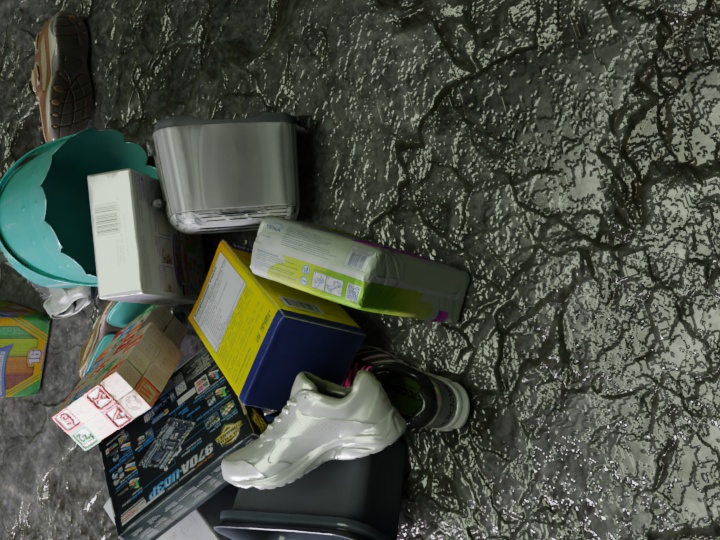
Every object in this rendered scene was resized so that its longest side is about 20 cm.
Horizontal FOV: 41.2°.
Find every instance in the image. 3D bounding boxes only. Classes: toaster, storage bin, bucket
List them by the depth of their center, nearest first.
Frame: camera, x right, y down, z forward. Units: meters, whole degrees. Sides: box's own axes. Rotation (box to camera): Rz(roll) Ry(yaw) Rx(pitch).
[{"bbox_3d":[-0.038,0.246,1.063,0.200,0.146,0.135,-5,58,34],"label":"storage bin"},{"bbox_3d":[-0.148,-0.114,1.130,0.114,0.200,0.129,170,95,-73],"label":"toaster"},{"bbox_3d":[-0.367,-0.073,1.251,0.135,0.207,0.208,-14,81,37],"label":"bucket"}]

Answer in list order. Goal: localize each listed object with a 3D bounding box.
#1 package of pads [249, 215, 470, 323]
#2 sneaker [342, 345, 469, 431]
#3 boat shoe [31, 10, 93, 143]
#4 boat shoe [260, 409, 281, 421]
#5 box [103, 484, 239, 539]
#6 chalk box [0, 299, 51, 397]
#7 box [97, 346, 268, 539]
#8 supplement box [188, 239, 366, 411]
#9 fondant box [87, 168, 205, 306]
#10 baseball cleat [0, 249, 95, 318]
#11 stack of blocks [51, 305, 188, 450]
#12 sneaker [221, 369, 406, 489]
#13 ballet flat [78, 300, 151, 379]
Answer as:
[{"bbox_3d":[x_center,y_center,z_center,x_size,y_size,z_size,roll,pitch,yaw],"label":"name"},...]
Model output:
[{"bbox_3d":[0.000,0.000,0.995,0.154,0.200,0.068,17,92,33],"label":"package of pads"},{"bbox_3d":[0.017,0.124,1.042,0.200,0.087,0.074,16,89,32],"label":"sneaker"},{"bbox_3d":[-0.435,-0.270,1.380,0.072,0.076,0.200,-10,74,37],"label":"boat shoe"},{"bbox_3d":[-0.134,0.153,1.157,0.200,0.072,0.073,-19,69,28],"label":"boat shoe"},{"bbox_3d":[-0.205,0.319,1.182,0.200,0.097,0.124,48,113,26],"label":"box"},{"bbox_3d":[-0.570,0.111,1.373,0.124,0.200,0.125,14,96,33],"label":"chalk box"},{"bbox_3d":[-0.207,0.196,1.104,0.200,0.046,0.159,-39,44,7],"label":"box"},{"bbox_3d":[-0.098,0.062,1.073,0.200,0.109,0.109,44,113,53],"label":"supplement box"},{"bbox_3d":[-0.253,-0.033,1.164,0.058,0.200,0.145,-8,84,13],"label":"fondant box"},{"bbox_3d":[-0.462,0.015,1.383,0.200,0.070,0.107,2,89,35],"label":"baseball cleat"},{"bbox_3d":[-0.279,0.118,1.172,0.115,0.200,0.059,-34,106,23],"label":"stack of blocks"},{"bbox_3d":[-0.059,0.156,0.980,0.200,0.078,0.100,-22,94,9],"label":"sneaker"},{"bbox_3d":[-0.331,0.065,1.306,0.200,0.068,0.072,-57,41,22],"label":"ballet flat"}]
